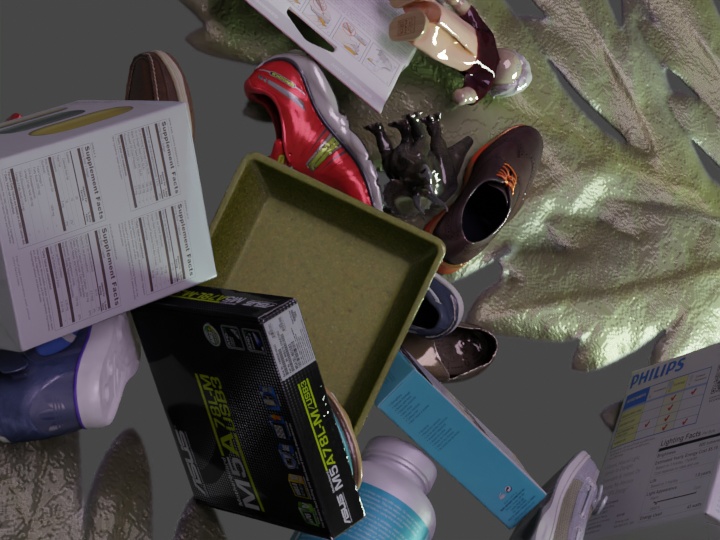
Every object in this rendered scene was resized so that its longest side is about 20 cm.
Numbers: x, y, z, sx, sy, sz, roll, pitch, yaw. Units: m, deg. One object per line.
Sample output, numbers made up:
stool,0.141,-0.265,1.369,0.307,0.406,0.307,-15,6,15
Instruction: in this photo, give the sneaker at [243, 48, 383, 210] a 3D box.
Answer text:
sneaker,-0.046,-0.107,1.722,0.085,0.077,0.200,-29,88,-14

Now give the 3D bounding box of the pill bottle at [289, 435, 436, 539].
pill bottle,-0.004,0.243,1.585,0.111,0.111,0.200,38,59,-14

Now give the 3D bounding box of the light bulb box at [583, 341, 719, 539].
light bulb box,0.336,0.189,1.752,0.125,0.198,0.200,33,61,-19

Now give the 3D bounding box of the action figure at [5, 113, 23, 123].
action figure,-0.327,-0.038,1.533,0.065,0.052,0.200,36,63,-9

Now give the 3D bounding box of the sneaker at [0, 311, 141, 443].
sneaker,-0.267,0.074,1.512,0.200,0.146,0.081,-83,166,-64

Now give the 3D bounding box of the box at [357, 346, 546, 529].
box,0.080,0.146,1.650,0.049,0.082,0.200,-44,119,3

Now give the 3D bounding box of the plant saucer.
plant saucer,-0.051,0.026,1.606,0.199,0.048,0.200,25,88,10

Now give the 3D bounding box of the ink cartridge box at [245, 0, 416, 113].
ink cartridge box,-0.037,-0.254,1.762,0.200,0.045,0.176,40,46,-12

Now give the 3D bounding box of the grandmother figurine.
grandmother figurine,0.105,-0.219,1.809,0.200,0.060,0.122,21,72,-50

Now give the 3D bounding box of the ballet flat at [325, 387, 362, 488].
ballet flat,-0.053,0.100,1.541,0.200,0.069,0.063,55,27,6

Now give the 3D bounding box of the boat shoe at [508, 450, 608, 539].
boat shoe,0.186,0.236,1.692,0.065,0.074,0.202,41,28,0

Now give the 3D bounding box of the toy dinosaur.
toy dinosaur,0.058,-0.099,1.762,0.200,0.077,0.103,-8,85,-72

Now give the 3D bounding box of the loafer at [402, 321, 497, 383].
loafer,0.044,0.077,1.698,0.199,0.067,0.076,-11,79,-33

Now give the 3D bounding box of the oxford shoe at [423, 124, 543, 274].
oxford shoe,0.137,-0.077,1.804,0.071,0.072,0.200,42,57,-11

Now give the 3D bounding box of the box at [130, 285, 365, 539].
box,-0.096,0.111,1.494,0.047,0.193,0.201,-31,113,-36

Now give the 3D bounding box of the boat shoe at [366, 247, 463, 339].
boat shoe,0.000,0.000,1.661,0.200,0.075,0.062,36,12,13

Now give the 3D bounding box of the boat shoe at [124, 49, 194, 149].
boat shoe,-0.191,-0.101,1.614,0.075,0.075,0.203,4,71,-38

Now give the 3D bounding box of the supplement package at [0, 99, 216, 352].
supplement package,-0.247,-0.042,1.463,0.200,0.151,0.151,-22,110,-42
